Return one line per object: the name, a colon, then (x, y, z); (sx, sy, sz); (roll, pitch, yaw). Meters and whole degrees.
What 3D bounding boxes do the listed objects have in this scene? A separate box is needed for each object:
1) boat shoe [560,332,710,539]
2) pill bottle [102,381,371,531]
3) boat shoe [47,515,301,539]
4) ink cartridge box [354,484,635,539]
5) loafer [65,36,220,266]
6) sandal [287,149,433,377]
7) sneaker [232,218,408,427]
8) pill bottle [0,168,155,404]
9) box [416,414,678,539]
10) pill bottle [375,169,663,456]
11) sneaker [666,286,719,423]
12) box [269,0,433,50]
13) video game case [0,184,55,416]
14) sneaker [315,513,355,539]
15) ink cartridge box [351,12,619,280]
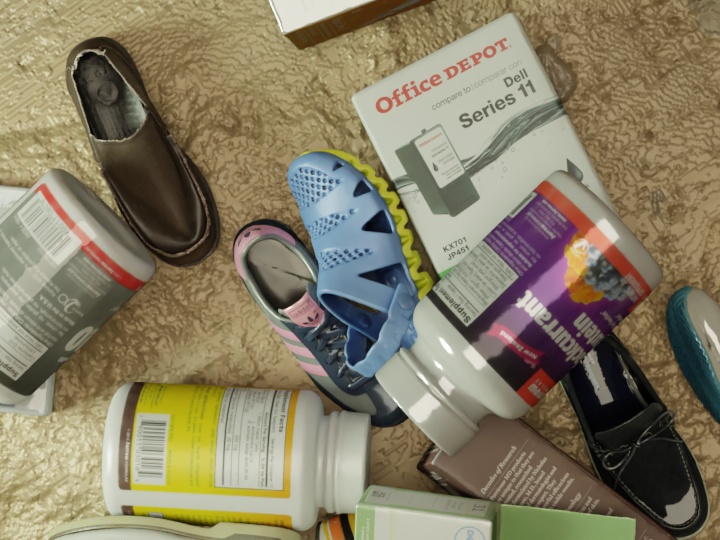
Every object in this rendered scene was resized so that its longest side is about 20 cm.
boat shoe: (0.208, 0.124, 1.266); (0.074, 0.062, 0.201); (-29, 91, 2)
pill bottle: (-0.093, 0.145, 1.261); (0.199, 0.109, 0.110); (3, 92, 3)
boat shoe: (-0.146, 0.229, 1.240); (0.199, 0.075, 0.069); (0, 68, 9)
ink cartridge box: (0.094, 0.242, 1.189); (0.199, 0.048, 0.146); (6, 105, 14)
loafer: (-0.180, -0.091, 1.278); (0.073, 0.071, 0.201); (-31, 90, 4)
sandal: (0.000, 0.000, 1.227); (0.087, 0.079, 0.201); (-27, 83, -36)
sneaker: (-0.033, 0.046, 1.268); (0.070, 0.082, 0.200); (-42, 89, 4)
pill bottle: (-0.264, 0.029, 1.245); (0.200, 0.114, 0.114); (-44, 89, 4)
box: (0.145, 0.182, 1.247); (0.200, 0.100, 0.075); (39, 80, 2)
pill bottle: (0.109, 0.034, 1.161); (0.200, 0.111, 0.111); (-44, 89, 3)
sneaker: (0.311, 0.089, 1.251); (0.081, 0.077, 0.200); (-38, 95, -5)
box: (0.023, -0.251, 1.235); (0.199, 0.124, 0.098); (-20, 91, 4)
video game case: (-0.341, 0.018, 1.316); (0.199, 0.023, 0.183); (6, 92, 4)
sneaker: (0.042, 0.273, 1.276); (0.090, 0.070, 0.201); (-27, 88, 7)
ink cartridge box: (0.099, -0.078, 1.255); (0.146, 0.083, 0.201); (-28, 90, 4)
